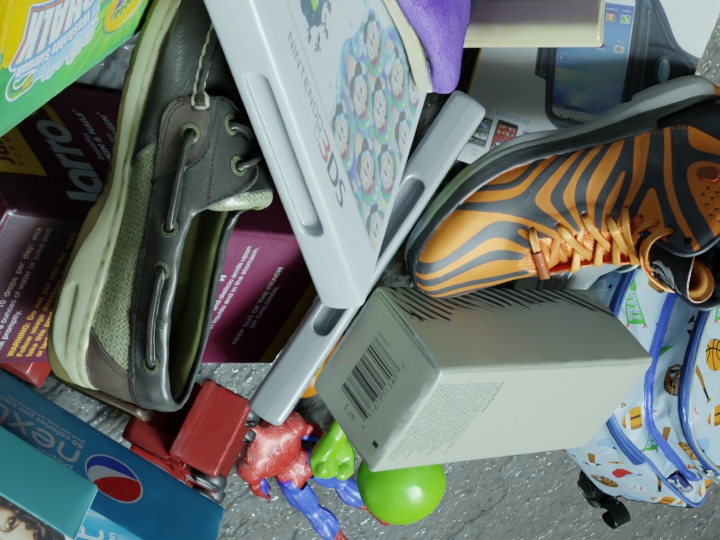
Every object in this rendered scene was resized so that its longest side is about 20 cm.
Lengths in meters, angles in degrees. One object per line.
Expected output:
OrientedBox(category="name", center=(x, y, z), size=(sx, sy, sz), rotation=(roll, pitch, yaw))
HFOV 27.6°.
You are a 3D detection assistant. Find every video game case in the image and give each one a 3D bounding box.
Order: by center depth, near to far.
OrientedBox(category="video game case", center=(-0.005, -0.118, 0.619), size=(0.024, 0.201, 0.183), rotation=(1, 140, 19))
OrientedBox(category="video game case", center=(0.000, 0.000, 0.791), size=(0.183, 0.022, 0.200), rotation=(-57, 179, -5))

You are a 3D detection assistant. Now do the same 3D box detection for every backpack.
OrientedBox(category="backpack", center=(0.201, 0.062, 1.030), size=(0.190, 0.153, 0.201), rotation=(34, 63, -38))

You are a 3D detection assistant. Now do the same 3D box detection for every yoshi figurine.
OrientedBox(category="yoshi figurine", center=(0.018, 0.104, 0.966), size=(0.112, 0.112, 0.200), rotation=(-45, 146, -8))

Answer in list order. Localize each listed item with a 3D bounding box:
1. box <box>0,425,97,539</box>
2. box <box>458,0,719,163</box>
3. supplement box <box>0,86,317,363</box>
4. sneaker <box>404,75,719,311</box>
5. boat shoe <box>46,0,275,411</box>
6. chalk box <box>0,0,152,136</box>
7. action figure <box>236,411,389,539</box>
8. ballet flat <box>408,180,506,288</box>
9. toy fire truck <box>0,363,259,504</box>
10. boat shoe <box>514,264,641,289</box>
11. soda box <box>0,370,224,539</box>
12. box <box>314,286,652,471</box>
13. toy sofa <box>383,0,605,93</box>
OrientedBox(category="box", center=(-0.229, 0.087, 0.674), size=(0.199, 0.049, 0.082), rotation=(34, 111, -10))
OrientedBox(category="box", center=(0.125, -0.112, 0.829), size=(0.042, 0.118, 0.201), rotation=(-64, 170, -48))
OrientedBox(category="supplement box", center=(-0.120, -0.022, 0.702), size=(0.199, 0.110, 0.086), rotation=(4, 128, -46))
OrientedBox(category="sneaker", center=(0.126, -0.020, 0.762), size=(0.199, 0.112, 0.078), rotation=(-28, 141, 2))
OrientedBox(category="boat shoe", center=(-0.065, -0.039, 0.594), size=(0.202, 0.066, 0.072), rotation=(-70, 166, 8))
OrientedBox(category="chalk box", center=(-0.139, -0.134, 0.503), size=(0.124, 0.124, 0.201), rotation=(-55, 169, -54))
OrientedBox(category="action figure", center=(-0.043, 0.142, 1.027), size=(0.065, 0.052, 0.200), rotation=(-43, 142, -4))
OrientedBox(category="ballet flat", center=(0.068, 0.014, 0.979), size=(0.075, 0.068, 0.201), rotation=(-6, 133, -8))
OrientedBox(category="toy fire truck", center=(-0.128, 0.070, 0.813), size=(0.049, 0.140, 0.200), rotation=(-62, 179, -14))
OrientedBox(category="boat shoe", center=(0.169, -0.039, 0.945), size=(0.202, 0.071, 0.070), rotation=(-58, 157, -4))
OrientedBox(category="soda box", center=(-0.172, 0.109, 0.744), size=(0.199, 0.068, 0.064), rotation=(33, 111, -10))
OrientedBox(category="box", center=(0.075, 0.060, 0.856), size=(0.199, 0.068, 0.082), rotation=(2, 131, -47))
OrientedBox(category="toy sofa", center=(0.049, -0.159, 0.612), size=(0.082, 0.098, 0.200), rotation=(2, 156, 19))
